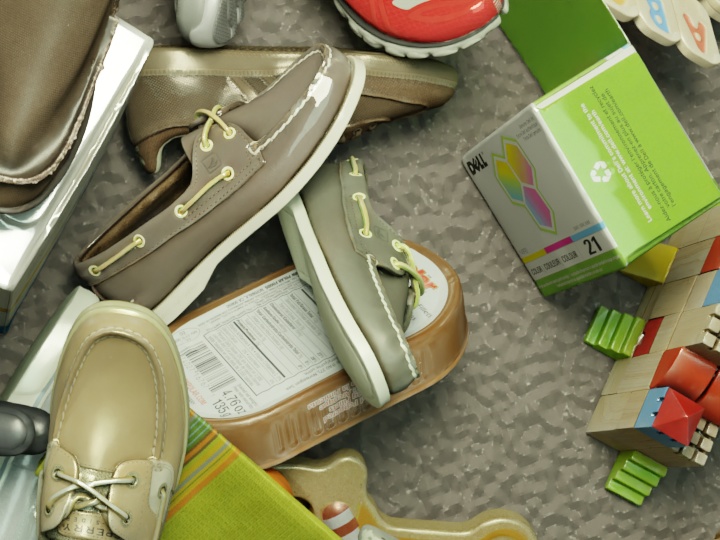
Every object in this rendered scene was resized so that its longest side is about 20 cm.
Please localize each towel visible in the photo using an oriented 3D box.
[{"bbox_3d":[-0.072,0.141,0.880,0.200,0.018,0.086,42,110,-13],"label":"towel"}]

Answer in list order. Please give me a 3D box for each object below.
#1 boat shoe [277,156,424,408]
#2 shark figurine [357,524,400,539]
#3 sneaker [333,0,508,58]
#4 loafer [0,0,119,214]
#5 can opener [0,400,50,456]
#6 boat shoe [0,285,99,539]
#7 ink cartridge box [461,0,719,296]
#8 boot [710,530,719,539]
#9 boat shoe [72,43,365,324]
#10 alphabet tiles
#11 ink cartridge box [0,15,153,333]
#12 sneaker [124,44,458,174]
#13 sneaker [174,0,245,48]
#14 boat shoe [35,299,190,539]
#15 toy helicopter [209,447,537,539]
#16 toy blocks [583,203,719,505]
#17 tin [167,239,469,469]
[{"bbox_3d":[-0.001,-0.003,0.896,0.060,0.202,0.073,-18,125,-6],"label":"boat shoe"},{"bbox_3d":[0.020,0.257,0.880,0.127,0.089,0.217,27,101,22],"label":"shark figurine"},{"bbox_3d":[-0.003,-0.194,0.948,0.199,0.085,0.077,37,76,24],"label":"sneaker"},{"bbox_3d":[-0.142,-0.126,0.741,0.072,0.071,0.203,16,77,-13],"label":"loafer"},{"bbox_3d":[-0.255,0.071,0.864,0.198,0.063,0.080,10,97,20],"label":"can opener"},{"bbox_3d":[-0.178,0.111,0.913,0.071,0.070,0.203,27,83,-14],"label":"boat shoe"},{"bbox_3d":[0.105,-0.097,0.968,0.075,0.148,0.201,-32,90,-14],"label":"ink cartridge box"},{"bbox_3d":[0.151,0.249,0.966,0.198,0.066,0.177,-16,102,-15],"label":"boot"},{"bbox_3d":[-0.079,-0.053,0.916,0.059,0.072,0.200,37,109,-23],"label":"boat shoe"},{"bbox_3d":[0.164,-0.222,1.005,0.199,0.015,0.198,20,52,-39],"label":"alphabet tiles"},{"bbox_3d":[-0.210,-0.072,0.856,0.146,0.200,0.146,30,77,-9],"label":"ink cartridge box"},{"bbox_3d":[-0.041,-0.094,0.981,0.197,0.070,0.077,1,100,-10],"label":"sneaker"},{"bbox_3d":[-0.110,-0.214,0.964,0.081,0.075,0.202,-7,63,-2],"label":"sneaker"},{"bbox_3d":[-0.129,0.115,0.829,0.071,0.065,0.202,10,111,-3],"label":"boat shoe"},{"bbox_3d":[0.003,0.166,0.940,0.197,0.079,0.134,3,102,-4],"label":"toy helicopter"},{"bbox_3d":[0.208,0.037,0.980,0.099,0.137,0.202,28,77,-9],"label":"toy blocks"},{"bbox_3d":[-0.030,0.044,0.931,0.198,0.042,0.112,-26,45,-21],"label":"tin"}]
